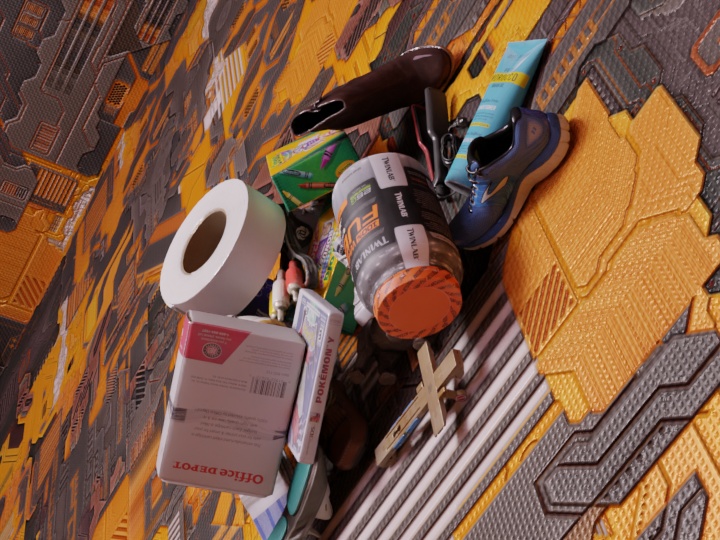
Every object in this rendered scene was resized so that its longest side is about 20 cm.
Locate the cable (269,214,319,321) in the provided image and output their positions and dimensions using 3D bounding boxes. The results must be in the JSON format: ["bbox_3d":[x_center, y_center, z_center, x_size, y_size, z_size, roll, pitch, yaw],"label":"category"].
[{"bbox_3d":[-0.104,-0.018,1.763,0.097,0.050,0.200,-54,39,39],"label":"cable"}]

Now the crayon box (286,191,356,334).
[{"bbox_3d":[-0.026,-0.016,1.780,0.119,0.058,0.200,1,70,66],"label":"crayon box"}]

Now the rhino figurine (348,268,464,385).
[{"bbox_3d":[0.059,0.056,1.538,0.200,0.060,0.088,-47,20,36],"label":"rhino figurine"}]

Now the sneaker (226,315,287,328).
[{"bbox_3d":[-0.123,0.116,1.738,0.087,0.200,0.076,12,60,28],"label":"sneaker"}]

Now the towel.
[{"bbox_3d":[-0.141,0.254,1.715,0.200,0.024,0.147,60,140,14],"label":"towel"}]

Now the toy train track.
[{"bbox_3d":[0.073,0.159,1.459,0.200,0.032,0.115,-56,31,40],"label":"toy train track"}]

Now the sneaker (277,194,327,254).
[{"bbox_3d":[-0.066,-0.094,1.885,0.075,0.115,0.200,-33,41,55],"label":"sneaker"}]

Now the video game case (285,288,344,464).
[{"bbox_3d":[-0.067,0.124,1.598,0.200,0.023,0.183,-151,72,-75],"label":"video game case"}]

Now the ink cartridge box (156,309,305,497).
[{"bbox_3d":[-0.162,0.163,1.598,0.083,0.146,0.201,-137,59,-76],"label":"ink cartridge box"}]

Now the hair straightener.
[{"bbox_3d":[0.103,-0.167,1.664,0.077,0.041,0.200,-50,28,38],"label":"hair straightener"}]

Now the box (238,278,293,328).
[{"bbox_3d":[-0.146,0.117,1.845,0.079,0.141,0.200,-33,42,56],"label":"box"}]

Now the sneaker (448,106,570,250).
[{"bbox_3d":[0.145,-0.107,1.450,0.200,0.089,0.079,-56,25,32],"label":"sneaker"}]

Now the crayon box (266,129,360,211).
[{"bbox_3d":[-0.066,-0.150,1.827,0.119,0.058,0.200,-27,15,0],"label":"crayon box"}]

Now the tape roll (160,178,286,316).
[{"bbox_3d":[-0.194,-0.024,1.814,0.202,0.071,0.203,-36,37,33],"label":"tape roll"}]

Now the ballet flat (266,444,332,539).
[{"bbox_3d":[-0.070,0.305,1.598,0.200,0.064,0.067,-67,20,14],"label":"ballet flat"}]

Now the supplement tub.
[{"bbox_3d":[0.043,-0.028,1.463,0.123,0.122,0.200,-54,35,32],"label":"supplement tub"}]

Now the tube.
[{"bbox_3d":[0.162,-0.184,1.548,0.077,0.050,0.200,13,77,55],"label":"tube"}]

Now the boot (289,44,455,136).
[{"bbox_3d":[0.019,-0.233,1.735,0.200,0.072,0.166,-22,8,30],"label":"boot"}]

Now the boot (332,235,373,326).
[{"bbox_3d":[0.000,0.000,1.584,0.074,0.096,0.200,-46,3,13],"label":"boot"}]

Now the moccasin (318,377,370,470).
[{"bbox_3d":[-0.040,0.183,1.626,0.074,0.078,0.201,-58,24,18],"label":"moccasin"}]
